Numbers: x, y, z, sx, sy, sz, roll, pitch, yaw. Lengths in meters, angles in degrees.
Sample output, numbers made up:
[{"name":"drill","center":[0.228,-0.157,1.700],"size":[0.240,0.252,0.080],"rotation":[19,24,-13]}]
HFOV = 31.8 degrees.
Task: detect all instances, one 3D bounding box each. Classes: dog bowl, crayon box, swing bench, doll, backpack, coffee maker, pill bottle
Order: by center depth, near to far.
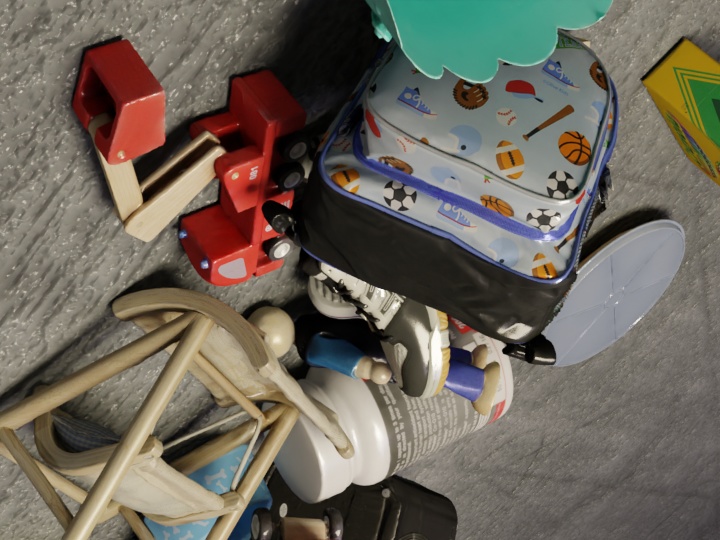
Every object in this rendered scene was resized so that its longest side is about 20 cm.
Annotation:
[{"name":"backpack","center":[0.069,-0.076,0.773],"size":[0.192,0.198,0.155],"rotation":[-64,-179,-43]},{"name":"swing bench","center":[-0.132,0.122,0.904],"size":[0.200,0.130,0.199],"rotation":[-43,150,-6]},{"name":"doll","center":[0.007,0.063,0.973],"size":[0.197,0.137,0.049],"rotation":[14,104,-12]},{"name":"pill bottle","center":[0.023,0.111,1.076],"size":[0.198,0.114,0.115],"rotation":[-23,146,-28]},{"name":"dog bowl","center":[-0.140,0.229,1.077],"size":[0.111,0.050,0.201],"rotation":[-22,153,-45]},{"name":"crayon box","center":[0.348,-0.098,1.116],"size":[0.058,0.173,0.200],"rotation":[-47,149,6]},{"name":"coffee maker","center":[0.016,0.255,1.179],"size":[0.135,0.192,0.200],"rotation":[-51,151,2]}]

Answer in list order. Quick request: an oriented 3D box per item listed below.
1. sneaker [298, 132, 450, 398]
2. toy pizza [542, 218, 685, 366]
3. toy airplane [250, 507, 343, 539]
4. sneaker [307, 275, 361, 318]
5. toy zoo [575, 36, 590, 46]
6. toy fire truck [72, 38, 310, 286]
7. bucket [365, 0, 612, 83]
[{"name":"sneaker","center":[0.000,0.000,0.877],"size":[0.087,0.203,0.075],"rotation":[-20,-170,-20]},{"name":"toy pizza","center":[0.253,0.019,1.304],"size":[0.198,0.032,0.202],"rotation":[-28,147,-20]},{"name":"toy airplane","center":[-0.063,0.299,1.016],"size":[0.198,0.142,0.199],"rotation":[-26,138,12]},{"name":"sneaker","center":[0.042,0.009,1.008],"size":[0.198,0.073,0.115],"rotation":[-24,150,-27]},{"name":"toy zoo","center":[0.111,-0.069,0.943],"size":[0.130,0.020,0.203],"rotation":[-16,121,-43]},{"name":"toy fire truck","center":[-0.102,-0.057,0.773],"size":[0.140,0.049,0.202],"rotation":[-22,146,-29]},{"name":"bucket","center":[0.063,-0.218,0.665],"size":[0.205,0.135,0.209],"rotation":[-28,148,-19]}]
